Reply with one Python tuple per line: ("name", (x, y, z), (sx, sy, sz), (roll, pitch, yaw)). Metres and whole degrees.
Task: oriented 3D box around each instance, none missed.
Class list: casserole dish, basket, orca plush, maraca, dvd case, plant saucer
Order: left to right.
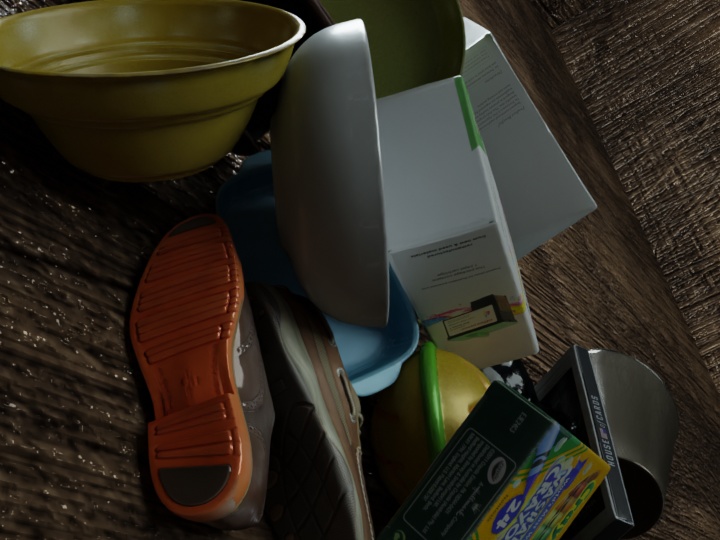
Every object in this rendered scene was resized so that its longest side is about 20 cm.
("casserole dish", (-0.037, 0.004, 0.698), (0.121, 0.039, 0.200), (-21, 79, -31))
("plant saucer", (-0.010, -0.195, 0.805), (0.200, 0.200, 0.031), (56, 8, -11))
("maraca", (0.066, 0.146, 0.728), (0.137, 0.107, 0.200), (-85, 166, -50))
("orca plush", (0.156, 0.147, 0.806), (0.105, 0.071, 0.200), (62, 11, -48))
("dvd case", (0.177, 0.187, 0.853), (0.025, 0.150, 0.200), (22, 36, -16))
("basket", (0.306, 0.216, 1.110), (0.180, 0.136, 0.200), (52, 27, -9))

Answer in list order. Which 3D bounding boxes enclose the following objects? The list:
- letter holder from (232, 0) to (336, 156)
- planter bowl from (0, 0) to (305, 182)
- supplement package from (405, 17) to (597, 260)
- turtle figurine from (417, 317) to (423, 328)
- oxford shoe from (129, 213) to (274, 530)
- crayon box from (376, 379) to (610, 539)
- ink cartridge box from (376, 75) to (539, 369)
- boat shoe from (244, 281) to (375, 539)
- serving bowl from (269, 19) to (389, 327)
("letter holder", (-0.102, -0.191, 0.692), (0.200, 0.101, 0.142), (52, -10, -20))
("planter bowl", (-0.133, -0.108, 0.572), (0.200, 0.200, 0.084), (-72, 164, -61))
("supplement package", (0.090, -0.108, 0.927), (0.200, 0.191, 0.147), (53, 10, -19))
("turtle figurine", (0.000, 0.000, 0.805), (0.200, 0.064, 0.161), (58, 29, -29))
("oxford shoe", (-0.091, 0.059, 0.559), (0.073, 0.071, 0.200), (55, 24, -56))
("crayon box", (0.104, 0.160, 0.637), (0.052, 0.126, 0.200), (36, -1, 32))
("ink cartridge box", (0.075, -0.028, 0.737), (0.200, 0.084, 0.145), (61, 18, -53))
("boat shoe", (-0.027, 0.098, 0.597), (0.072, 0.076, 0.200), (0, 68, -50))
("serving bowl", (-0.023, -0.060, 0.609), (0.200, 0.066, 0.200), (176, -90, -87))
